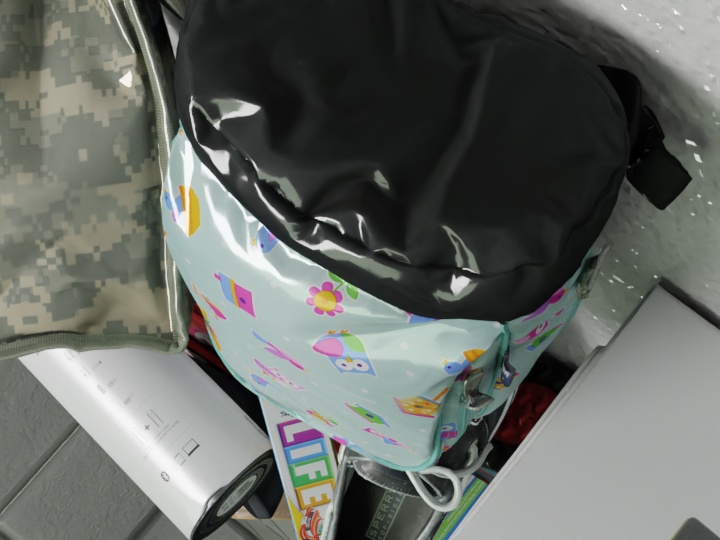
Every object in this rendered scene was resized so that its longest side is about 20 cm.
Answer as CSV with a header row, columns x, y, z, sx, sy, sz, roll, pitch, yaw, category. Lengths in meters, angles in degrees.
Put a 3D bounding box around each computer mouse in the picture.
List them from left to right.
x,y,z,sx,sy,sz,roll,pitch,yaw,category
-0.109,0.092,0.956,0.200,0.053,0.139,43,163,34,computer mouse

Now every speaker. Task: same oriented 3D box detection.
x,y,z,sx,sy,sz,roll,pitch,yaw,category
-0.147,0.073,0.858,0.200,0.081,0.081,43,166,13,speaker

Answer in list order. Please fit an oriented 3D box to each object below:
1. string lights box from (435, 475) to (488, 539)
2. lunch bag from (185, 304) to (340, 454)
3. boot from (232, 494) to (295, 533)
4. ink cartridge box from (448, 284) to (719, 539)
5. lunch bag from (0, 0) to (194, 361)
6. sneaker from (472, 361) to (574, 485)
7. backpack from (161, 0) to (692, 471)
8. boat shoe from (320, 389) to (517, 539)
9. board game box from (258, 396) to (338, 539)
x,y,z,sx,sy,sz,roll,pitch,yaw,category
0.102,0.179,0.837,0.199,0.103,0.059,37,163,19,string lights box
-0.069,0.056,0.994,0.199,0.082,0.177,30,158,33,lunch bag
-0.040,0.160,1.107,0.198,0.078,0.155,14,-172,34,boot
0.143,0.139,0.530,0.199,0.146,0.147,38,165,17,ink cartridge box
-0.123,-0.083,0.550,0.164,0.116,0.203,-123,29,-73,lunch bag
0.060,0.084,0.727,0.199,0.080,0.096,27,161,46,sneaker
0.007,-0.015,0.481,0.166,0.127,0.200,38,163,15,backpack
0.022,0.077,0.618,0.073,0.068,0.201,27,119,4,boat shoe
-0.038,0.084,0.816,0.135,0.034,0.202,-107,5,-58,board game box
